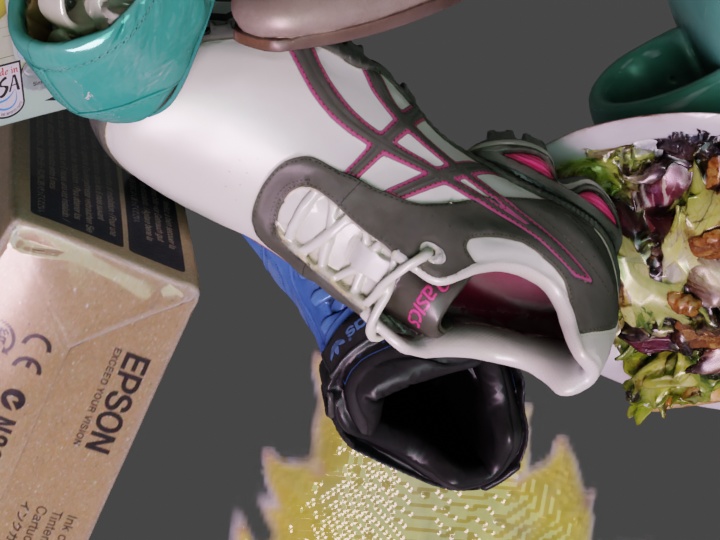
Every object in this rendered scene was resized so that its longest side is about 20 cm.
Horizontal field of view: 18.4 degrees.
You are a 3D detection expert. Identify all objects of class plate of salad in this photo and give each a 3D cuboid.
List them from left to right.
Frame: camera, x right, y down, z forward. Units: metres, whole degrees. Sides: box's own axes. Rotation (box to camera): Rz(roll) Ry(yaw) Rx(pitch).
[{"bbox_3d":[0.142,0.010,0.855,0.200,0.048,0.200,11,148,7],"label":"plate of salad"}]

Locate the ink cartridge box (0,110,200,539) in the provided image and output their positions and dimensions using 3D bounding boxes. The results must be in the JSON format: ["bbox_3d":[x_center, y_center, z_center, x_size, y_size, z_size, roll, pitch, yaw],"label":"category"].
[{"bbox_3d":[-0.134,0.047,0.829,0.075,0.165,0.200,21,109,-16],"label":"ink cartridge box"}]

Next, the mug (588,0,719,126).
[{"bbox_3d":[0.191,-0.097,0.831,0.152,0.114,0.185,21,108,-13],"label":"mug"}]

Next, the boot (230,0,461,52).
[{"bbox_3d":[0.024,-0.174,0.762,0.070,0.200,0.146,21,128,29],"label":"boot"}]

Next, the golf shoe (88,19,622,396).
[{"bbox_3d":[0.003,-0.022,0.765,0.200,0.088,0.077,19,124,-14],"label":"golf shoe"}]

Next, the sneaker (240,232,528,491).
[{"bbox_3d":[0.001,-0.001,0.853,0.077,0.111,0.200,-31,111,7],"label":"sneaker"}]

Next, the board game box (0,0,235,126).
[{"bbox_3d":[-0.060,-0.138,0.782,0.200,0.029,0.135,-19,118,-33],"label":"board game box"}]

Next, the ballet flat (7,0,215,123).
[{"bbox_3d":[-0.058,-0.145,0.709,0.067,0.070,0.200,21,90,31],"label":"ballet flat"}]
